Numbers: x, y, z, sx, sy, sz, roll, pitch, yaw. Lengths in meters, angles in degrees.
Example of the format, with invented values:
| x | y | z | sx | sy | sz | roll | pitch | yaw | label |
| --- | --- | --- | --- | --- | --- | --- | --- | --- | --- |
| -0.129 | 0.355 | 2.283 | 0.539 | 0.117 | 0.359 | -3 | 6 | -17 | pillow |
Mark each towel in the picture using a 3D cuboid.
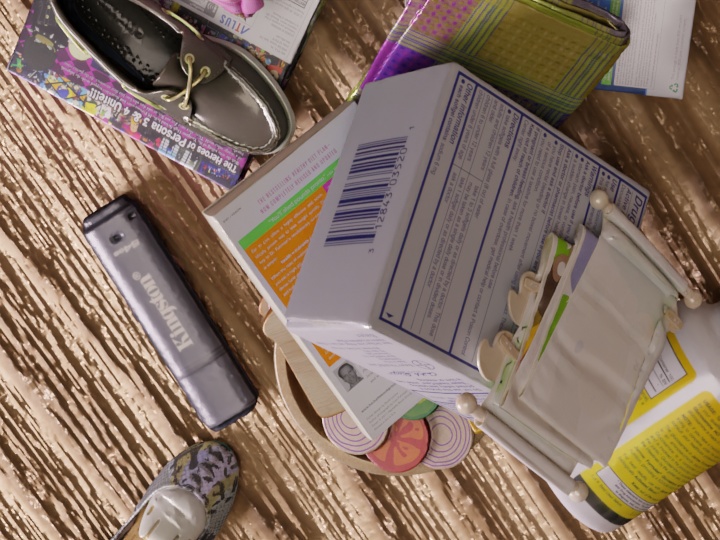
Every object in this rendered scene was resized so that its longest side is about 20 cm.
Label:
| x | y | z | sx | sy | sz | roll | pitch | yaw | label |
| --- | --- | --- | --- | --- | --- | --- | --- | --- | --- |
| 0.081 | -0.135 | 1.071 | 0.142 | 0.023 | 0.200 | 20 | 147 | -12 | towel |

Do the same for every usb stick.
| x | y | z | sx | sy | sz | roll | pitch | yaw | label |
| --- | --- | --- | --- | --- | --- | --- | --- | --- | --- |
| -0.149 | 0.035 | 1.240 | 0.055 | 0.033 | 0.201 | -27 | 101 | 19 | usb stick |

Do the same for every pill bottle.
| x | y | z | sx | sy | sz | roll | pitch | yaw | label |
| --- | --- | --- | --- | --- | --- | --- | --- | --- | --- |
| 0.226 | 0.094 | 1.143 | 0.199 | 0.113 | 0.113 | -37 | 98 | 20 | pill bottle |

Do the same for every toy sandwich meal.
| x | y | z | sx | sy | sz | roll | pitch | yaw | label |
| --- | --- | --- | --- | --- | --- | --- | --- | --- | --- |
| 0.016 | 0.074 | 1.200 | 0.202 | 0.070 | 0.208 | 4 | 109 | 10 | toy sandwich meal |

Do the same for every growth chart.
| x | y | z | sx | sy | sz | roll | pitch | yaw | label |
| --- | --- | --- | --- | --- | --- | --- | --- | --- | --- |
| 0.146 | 0.046 | 1.030 | 0.145 | 0.201 | 0.018 | 47 | 153 | -25 | growth chart |

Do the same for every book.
| x | y | z | sx | sy | sz | roll | pitch | yaw | label |
| --- | --- | --- | --- | --- | --- | --- | --- | --- | --- |
| 0.000 | 0.000 | 1.115 | 0.133 | 0.048 | 0.201 | -37 | 104 | -9 | book |

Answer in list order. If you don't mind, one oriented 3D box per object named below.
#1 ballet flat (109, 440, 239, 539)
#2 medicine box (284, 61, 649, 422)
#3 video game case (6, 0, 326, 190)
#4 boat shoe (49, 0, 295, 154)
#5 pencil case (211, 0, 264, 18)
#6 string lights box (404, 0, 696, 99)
| x | y | z | sx | sy | sz | roll | pitch | yaw | label |
| --- | --- | --- | --- | --- | --- | --- | --- | --- | --- |
| -0.168 | 0.226 | 1.290 | 0.072 | 0.072 | 0.201 | 39 | 111 | -4 | ballet flat |
| 0.076 | -0.008 | 1.056 | 0.199 | 0.102 | 0.184 | 28 | 72 | -32 | medicine box |
| -0.141 | -0.184 | 1.161 | 0.198 | 0.036 | 0.183 | 27 | 110 | 1 | video game case |
| -0.136 | -0.146 | 1.120 | 0.201 | 0.060 | 0.072 | 38 | 112 | -3 | boat shoe |
| -0.150 | -0.241 | 1.082 | 0.198 | 0.083 | 0.087 | 18 | 103 | 3 | pencil case |
| 0.132 | -0.185 | 1.094 | 0.197 | 0.059 | 0.104 | 8 | 110 | 9 | string lights box |
